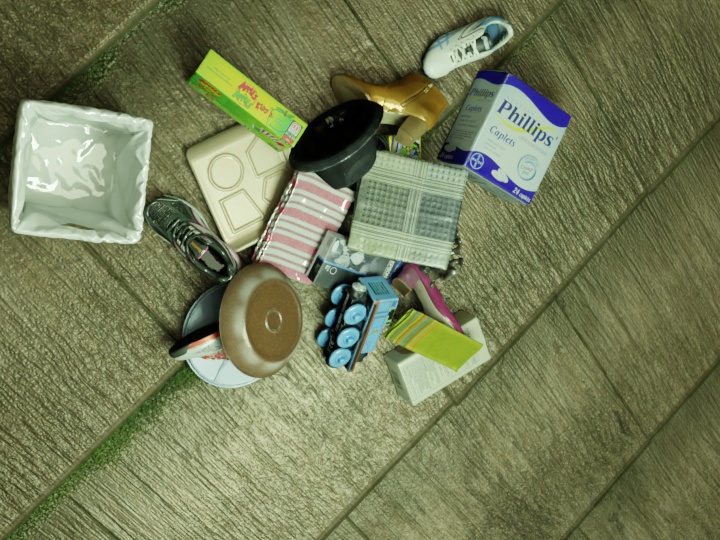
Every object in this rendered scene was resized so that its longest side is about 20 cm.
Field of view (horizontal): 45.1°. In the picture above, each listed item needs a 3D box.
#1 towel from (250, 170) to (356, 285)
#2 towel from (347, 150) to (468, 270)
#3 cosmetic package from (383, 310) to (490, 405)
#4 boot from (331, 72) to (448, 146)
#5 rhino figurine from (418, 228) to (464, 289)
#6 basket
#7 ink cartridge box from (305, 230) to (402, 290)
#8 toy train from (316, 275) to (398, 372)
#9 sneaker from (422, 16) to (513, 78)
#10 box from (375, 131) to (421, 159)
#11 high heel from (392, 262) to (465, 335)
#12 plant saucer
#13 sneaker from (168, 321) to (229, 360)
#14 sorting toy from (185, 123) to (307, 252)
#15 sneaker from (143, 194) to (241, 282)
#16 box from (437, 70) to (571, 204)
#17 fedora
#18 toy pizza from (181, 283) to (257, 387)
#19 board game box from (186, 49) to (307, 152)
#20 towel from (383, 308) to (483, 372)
[{"bbox_3d":[-0.100,-0.076,1.579,0.145,0.030,0.202,17,106,-42],"label":"towel"},{"bbox_3d":[0.083,-0.113,1.588,0.197,0.035,0.195,13,89,-2],"label":"towel"},{"bbox_3d":[0.157,0.176,1.772,0.198,0.071,0.106,-27,111,-18],"label":"cosmetic package"},{"bbox_3d":[0.056,-0.329,1.616,0.200,0.071,0.145,36,57,0],"label":"boot"},{"bbox_3d":[0.154,-0.020,1.663,0.086,0.201,0.060,-11,116,9],"label":"rhino figurine"},{"bbox_3d":[-0.445,-0.157,1.361,0.196,0.160,0.203,5,99,-26],"label":"basket"},{"bbox_3d":[0.000,0.000,1.649,0.198,0.039,0.100,18,105,-38],"label":"ink cartridge box"},{"bbox_3d":[-0.007,0.103,1.637,0.113,0.087,0.202,-4,129,-30],"label":"toy train"},{"bbox_3d":[0.204,-0.429,1.658,0.199,0.072,0.073,-32,115,-14],"label":"sneaker"},{"bbox_3d":[0.076,-0.162,1.661,0.069,0.064,0.203,-9,105,-22],"label":"box"},{"bbox_3d":[0.156,0.056,1.717,0.200,0.067,0.096,49,54,-9],"label":"high heel"},{"bbox_3d":[-0.162,0.087,1.520,0.199,0.036,0.204,3,86,-50],"label":"plant saucer"},{"bbox_3d":[-0.233,0.144,1.547,0.200,0.067,0.109,-26,108,-21],"label":"sneaker"},{"bbox_3d":[-0.195,-0.160,1.554,0.184,0.036,0.202,-29,108,-17],"label":"sorting toy"},{"bbox_3d":[-0.282,-0.053,1.486,0.199,0.086,0.081,37,93,-14],"label":"sneaker"},{"bbox_3d":[0.285,-0.262,1.716,0.182,0.105,0.202,26,90,-28],"label":"box"},{"bbox_3d":[-0.028,-0.211,1.523,0.200,0.200,0.092,-39,124,-12],"label":"fedora"},{"bbox_3d":[-0.232,0.116,1.597,0.197,0.032,0.203,-5,103,-24],"label":"toy pizza"},{"bbox_3d":[-0.193,-0.283,1.467,0.199,0.101,0.048,36,79,-18],"label":"board game box"},{"bbox_3d":[0.142,0.136,1.665,0.199,0.018,0.086,27,122,-33],"label":"towel"}]
